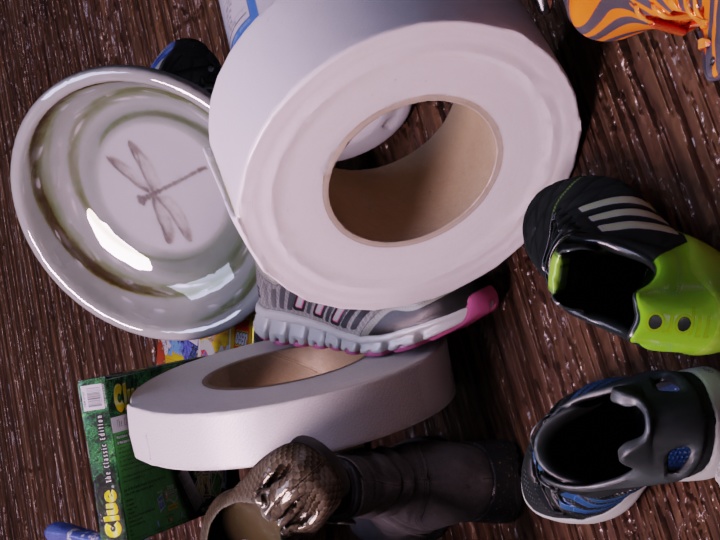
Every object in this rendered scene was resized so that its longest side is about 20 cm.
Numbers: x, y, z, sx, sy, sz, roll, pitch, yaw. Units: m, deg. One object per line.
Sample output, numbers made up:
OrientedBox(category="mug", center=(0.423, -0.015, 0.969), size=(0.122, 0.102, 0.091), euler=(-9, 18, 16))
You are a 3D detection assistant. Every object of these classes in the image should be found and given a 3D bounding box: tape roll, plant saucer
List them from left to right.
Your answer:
OrientedBox(category="plant saucer", center=(-0.135, -0.051, 1.434), size=(0.050, 0.199, 0.201), euler=(-55, -13, -55))
OrientedBox(category="tape roll", center=(-0.042, 0.075, 1.313), size=(0.203, 0.201, 0.037), euler=(11, 113, 65))
OrientedBox(category="tape roll", center=(0.018, -0.074, 1.189), size=(0.071, 0.201, 0.203), euler=(-116, 36, -43))

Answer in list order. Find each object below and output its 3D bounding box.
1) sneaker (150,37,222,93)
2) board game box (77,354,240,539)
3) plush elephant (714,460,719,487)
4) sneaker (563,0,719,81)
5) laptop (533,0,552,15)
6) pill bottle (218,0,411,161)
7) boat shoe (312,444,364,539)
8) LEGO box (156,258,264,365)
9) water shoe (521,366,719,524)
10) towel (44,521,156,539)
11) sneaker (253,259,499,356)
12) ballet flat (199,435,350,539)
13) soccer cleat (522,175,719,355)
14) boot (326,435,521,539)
OrientedBox(category="sneaker", center=(-0.147, -0.077, 1.521), size=(0.089, 0.078, 0.201), euler=(58, 138, 50))
OrientedBox(category="board game box", center=(-0.126, 0.113, 1.391), size=(0.200, 0.023, 0.106), euler=(-4, -92, -73))
OrientedBox(category="plush elephant", center=(0.203, 0.118, 0.822), size=(0.165, 0.154, 0.201), euler=(119, 144, -46))
OrientedBox(category="sneaker", center=(0.161, -0.126, 1.022), size=(0.200, 0.077, 0.113), euler=(144, 124, -60))
OrientedBox(category="laptop", center=(0.123, -0.261, 1.089), size=(0.187, 0.115, 0.201), euler=(-69, -36, -66))
OrientedBox(category="pill bottle", center=(-0.038, -0.181, 1.426), size=(0.112, 0.111, 0.201), euler=(124, 140, -50))
OrientedBox(category="boat shoe", center=(-0.048, 0.152, 1.486), size=(0.063, 0.073, 0.202), euler=(-121, 32, -42))
OrientedBox(category="LEGO box", center=(-0.078, 0.007, 1.546), size=(0.200, 0.077, 0.150), euler=(-173, 85, -66))
OrientedBox(category="water shoe", center=(0.117, 0.086, 1.108), size=(0.200, 0.078, 0.072), euler=(144, 123, -61))
OrientedBox(category="towel", center=(-0.093, 0.191, 1.408), size=(0.199, 0.145, 0.024), euler=(1, 73, 36))
OrientedBox(category="sneaker", center=(0.000, 0.000, 1.321), size=(0.199, 0.073, 0.088), euler=(1, 106, 49))
OrientedBox(category="ballet flat", center=(-0.059, 0.152, 1.222), size=(0.067, 0.046, 0.200), euler=(45, 147, 4))
OrientedBox(category="soccer cleat", center=(0.122, -0.007, 1.098), size=(0.200, 0.080, 0.068), euler=(-146, 60, -62))
OrientedBox(category="boot", center=(-0.001, 0.131, 1.305), size=(0.200, 0.131, 0.070), euler=(148, 119, -62))
